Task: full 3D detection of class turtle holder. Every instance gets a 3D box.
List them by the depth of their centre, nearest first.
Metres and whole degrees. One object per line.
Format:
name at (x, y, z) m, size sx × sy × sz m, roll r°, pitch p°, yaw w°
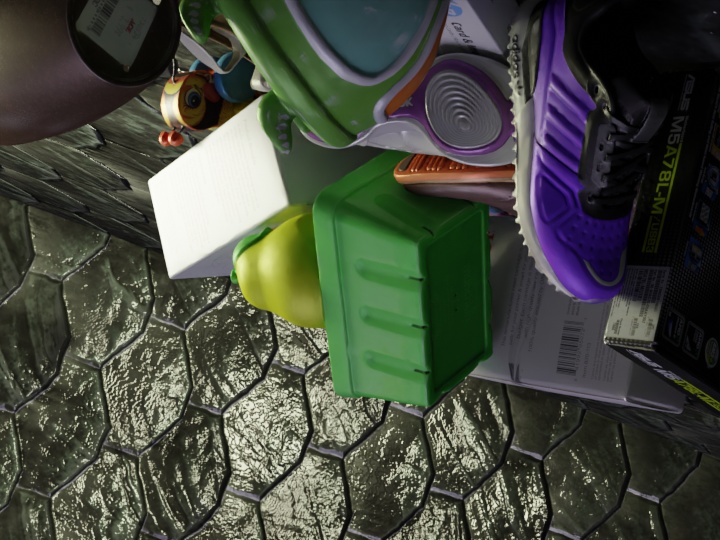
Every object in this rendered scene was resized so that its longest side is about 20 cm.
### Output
turtle holder at (-0.027, -0.172, 0.633) m, size 0.187 × 0.131 × 0.141 m, roll 60°, pitch -167°, yaw 10°

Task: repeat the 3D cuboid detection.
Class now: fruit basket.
fruit basket at (0.000, 0.000, 0.914) m, size 0.215 × 0.155 × 0.217 m, roll 29°, pitch 135°, yaw 33°

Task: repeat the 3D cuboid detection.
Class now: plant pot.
plant pot at (-0.229, -0.185, 0.817) m, size 0.199 × 0.189 × 0.186 m, roll 10°, pitch 167°, yaw 47°

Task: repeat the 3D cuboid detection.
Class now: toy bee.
toy bee at (-0.150, -0.161, 1.047) m, size 0.198 × 0.110 × 0.131 m, roll 22°, pitch 171°, yaw -17°

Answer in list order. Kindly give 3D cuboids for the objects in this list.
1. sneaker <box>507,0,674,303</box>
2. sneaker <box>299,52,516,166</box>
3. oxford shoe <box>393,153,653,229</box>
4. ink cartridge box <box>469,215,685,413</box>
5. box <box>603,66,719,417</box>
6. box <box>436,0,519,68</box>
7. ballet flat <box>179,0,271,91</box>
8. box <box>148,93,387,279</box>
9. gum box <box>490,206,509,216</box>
sneaker at (0.148, -0.080, 0.669) m, size 0.069 × 0.203 × 0.099 m, roll -10°, pitch -177°, yaw -35°
sneaker at (0.054, -0.122, 0.787) m, size 0.198 × 0.076 × 0.099 m, roll 10°, pitch -165°, yaw 26°
oxford shoe at (0.119, -0.058, 0.798) m, size 0.198 × 0.071 × 0.074 m, roll 4°, pitch 124°, yaw 25°
ink cartridge box at (0.182, 0.032, 0.928) m, size 0.082 × 0.148 × 0.199 m, roll 16°, pitch 173°, yaw -38°
box at (0.257, -0.011, 0.771) m, size 0.047 × 0.202 × 0.192 m, roll 4°, pitch 161°, yaw 47°
box at (0.016, -0.186, 0.771) m, size 0.198 × 0.042 × 0.156 m, roll 14°, pitch 169°, yaw 29°
ballet flat at (-0.094, -0.187, 0.918) m, size 0.199 × 0.064 × 0.068 m, roll 26°, pitch 169°, yaw -33°
box at (-0.083, -0.075, 1.045) m, size 0.151 × 0.107 × 0.199 m, roll -3°, pitch 163°, yaw -45°
gum box at (0.145, -0.085, 0.990) m, size 0.198 × 0.067 × 0.113 m, roll 22°, pitch 170°, yaw -12°
